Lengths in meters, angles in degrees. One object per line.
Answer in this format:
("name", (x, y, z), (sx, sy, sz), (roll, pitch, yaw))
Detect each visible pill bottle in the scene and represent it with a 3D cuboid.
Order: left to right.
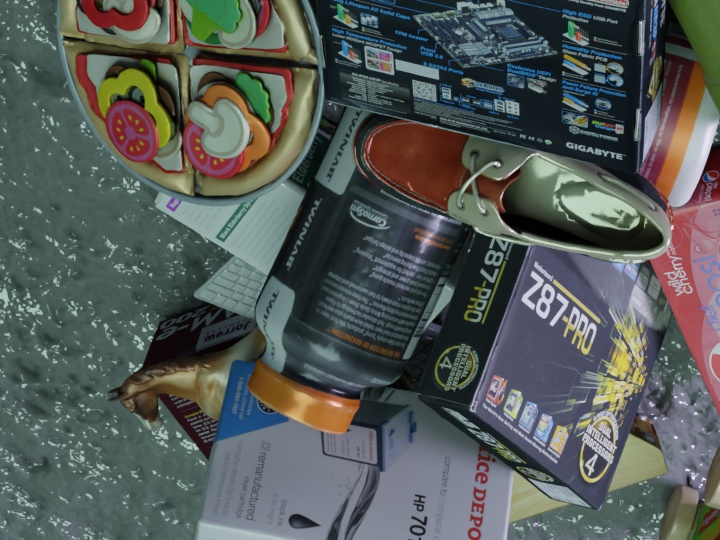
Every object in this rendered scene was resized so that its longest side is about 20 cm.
("pill bottle", (0.000, 0.000, 1.606), (0.106, 0.106, 0.201), (25, 97, -5))
("pill bottle", (0.121, -0.117, 1.577), (0.199, 0.110, 0.110), (17, 131, 2))

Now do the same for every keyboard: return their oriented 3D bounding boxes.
("keyboard", (-0.018, 0.034, 1.765), (0.199, 0.011, 0.056), (21, 132, -29))

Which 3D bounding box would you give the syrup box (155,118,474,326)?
("syrup box", (-0.029, -0.040, 1.704), (0.199, 0.079, 0.081), (32, 131, -11))

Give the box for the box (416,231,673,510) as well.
("box", (0.123, 0.046, 1.633), (0.049, 0.162, 0.200), (10, 162, 35))

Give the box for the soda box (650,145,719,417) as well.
("soda box", (0.246, 0.017, 1.683), (0.070, 0.064, 0.201), (-12, 125, 25))

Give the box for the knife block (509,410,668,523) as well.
("knife block", (0.092, 0.149, 1.791), (0.199, 0.064, 0.176), (26, 105, -7))

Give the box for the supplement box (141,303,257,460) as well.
("supplement box", (-0.058, 0.110, 1.849), (0.108, 0.061, 0.200), (-20, 122, 26))

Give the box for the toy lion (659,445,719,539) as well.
("toy lion", (0.238, 0.226, 1.737), (0.068, 0.193, 0.200), (20, 160, -2))

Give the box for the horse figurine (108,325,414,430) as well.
("horse figurine", (-0.057, 0.078, 1.754), (0.199, 0.050, 0.133), (-25, 124, 31))

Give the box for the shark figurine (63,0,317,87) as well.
("shark figurine", (-0.083, -0.133, 1.607), (0.213, 0.090, 0.128), (10, 169, 1))

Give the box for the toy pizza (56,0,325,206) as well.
("toy pizza", (-0.111, -0.132, 1.571), (0.199, 0.032, 0.202), (13, 116, 28))

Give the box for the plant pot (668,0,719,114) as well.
("plant pot", (0.234, -0.196, 1.447), (0.200, 0.200, 0.190), (-32, 103, 34))

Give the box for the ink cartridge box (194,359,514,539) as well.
("ink cartridge box", (-0.002, 0.152, 1.678), (0.198, 0.147, 0.086), (9, 136, 1))

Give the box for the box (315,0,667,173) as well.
("box", (0.072, -0.142, 1.445), (0.199, 0.046, 0.159), (14, 144, 15))

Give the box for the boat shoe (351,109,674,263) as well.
("boat shoe", (0.090, -0.050, 1.514), (0.199, 0.063, 0.072), (18, 106, -1))
